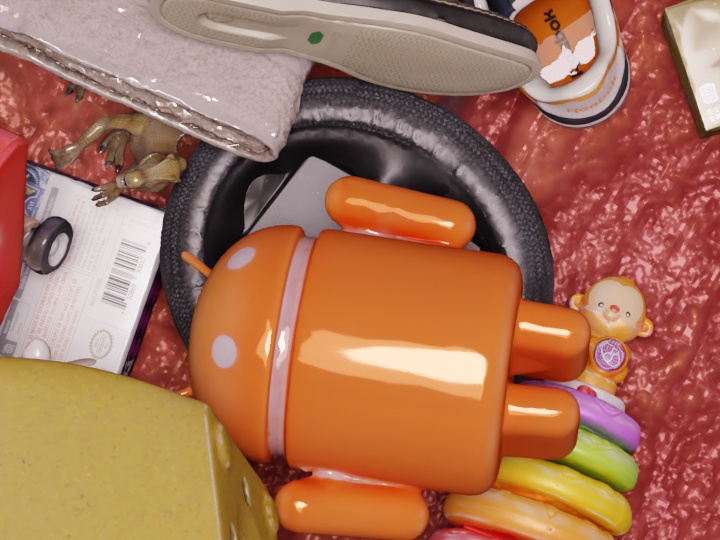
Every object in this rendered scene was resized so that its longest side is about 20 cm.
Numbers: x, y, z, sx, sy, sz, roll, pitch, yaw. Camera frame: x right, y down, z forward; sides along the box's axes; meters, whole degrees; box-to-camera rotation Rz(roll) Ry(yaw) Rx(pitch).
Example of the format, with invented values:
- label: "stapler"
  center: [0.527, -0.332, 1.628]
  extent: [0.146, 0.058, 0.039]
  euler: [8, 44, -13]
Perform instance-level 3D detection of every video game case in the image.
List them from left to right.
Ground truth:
- label: "video game case"
  center: [-0.209, 0.035, 1.407]
  extent: [0.180, 0.036, 0.201]
  euler: [19, 90, 5]

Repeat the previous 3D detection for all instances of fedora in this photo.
- label: "fedora"
  center: [0.000, 0.000, 1.364]
  extent: [0.199, 0.092, 0.202]
  euler: [0, 88, 5]

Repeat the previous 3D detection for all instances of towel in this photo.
- label: "towel"
  center: [-0.107, -0.146, 1.323]
  extent: [0.199, 0.035, 0.133]
  euler: [23, 63, 1]

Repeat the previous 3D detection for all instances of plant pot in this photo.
- label: "plant pot"
  center: [-0.137, 0.147, 1.166]
  extent: [0.199, 0.196, 0.195]
  euler: [-13, 62, 9]

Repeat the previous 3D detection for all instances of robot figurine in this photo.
- label: "robot figurine"
  center: [0.006, 0.043, 1.256]
  extent: [0.199, 0.117, 0.145]
  euler: [8, 113, 5]

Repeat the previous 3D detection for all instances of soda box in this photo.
- label: "soda box"
  center: [0.256, -0.131, 1.361]
  extent: [0.199, 0.064, 0.068]
  euler: [-19, 87, 3]

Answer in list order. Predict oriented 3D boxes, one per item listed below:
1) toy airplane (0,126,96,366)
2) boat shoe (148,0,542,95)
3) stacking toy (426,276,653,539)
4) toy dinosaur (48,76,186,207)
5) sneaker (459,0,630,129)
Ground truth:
- label: "toy airplane"
  center: [-0.228, 0.046, 1.318]
  extent: [0.199, 0.141, 0.200]
  euler: [-23, 80, 15]
- label: "boat shoe"
  center: [-0.001, -0.133, 1.287]
  extent: [0.199, 0.072, 0.068]
  euler: [14, 67, -20]
- label: "stacking toy"
  center: [0.103, 0.096, 1.359]
  extent: [0.115, 0.110, 0.201]
  euler: [20, 79, 7]
- label: "toy dinosaur"
  center: [-0.100, -0.093, 1.383]
  extent: [0.101, 0.201, 0.058]
  euler: [-17, 130, 30]
- label: "sneaker"
  center: [0.075, -0.166, 1.371]
  extent: [0.078, 0.079, 0.201]
  euler: [-34, 85, 4]
